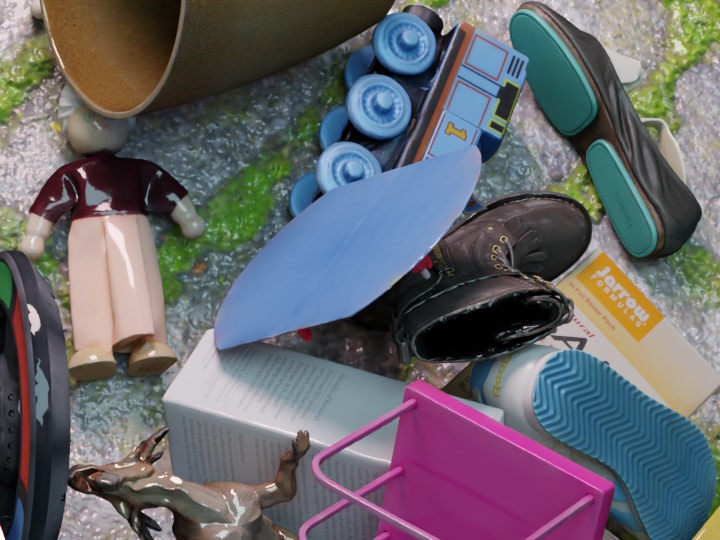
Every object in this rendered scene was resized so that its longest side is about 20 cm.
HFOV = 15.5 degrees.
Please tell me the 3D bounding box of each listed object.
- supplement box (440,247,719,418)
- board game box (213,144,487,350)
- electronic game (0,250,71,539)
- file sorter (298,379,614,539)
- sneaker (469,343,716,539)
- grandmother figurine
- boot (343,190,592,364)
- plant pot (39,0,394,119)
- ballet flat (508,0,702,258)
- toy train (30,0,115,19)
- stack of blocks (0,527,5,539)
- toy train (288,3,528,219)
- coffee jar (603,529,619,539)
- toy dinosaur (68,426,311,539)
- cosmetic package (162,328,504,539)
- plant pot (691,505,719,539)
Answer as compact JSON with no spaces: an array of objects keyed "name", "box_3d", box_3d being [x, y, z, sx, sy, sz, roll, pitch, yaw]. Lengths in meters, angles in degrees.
[{"name":"supplement box","box_3d":[0.123,0.098,1.731,0.126,0.074,0.200,46,65,5]},{"name":"board game box","box_3d":[0.000,0.000,1.623,0.039,0.200,0.158,52,50,-21]},{"name":"electronic game","box_3d":[-0.208,0.088,1.578,0.041,0.200,0.201,0,69,-18]},{"name":"file sorter","box_3d":[0.035,0.194,1.492,0.139,0.201,0.125,27,32,28]},{"name":"sneaker","box_3d":[0.149,0.106,1.649,0.200,0.081,0.077,44,70,-34]},{"name":"grandmother figurine","box_3d":[-0.160,-0.033,1.720,0.121,0.061,0.201,-2,72,-25]},{"name":"boot","box_3d":[0.088,0.013,1.650,0.199,0.174,0.070,-21,106,-18]},{"name":"plant pot","box_3d":[-0.080,-0.199,1.714,0.199,0.186,0.187,-8,70,-35]},{"name":"ballet flat","box_3d":[0.173,-0.102,1.834,0.068,0.068,0.201,-26,87,-32]},{"name":"toy train","box_3d":[-0.155,-0.249,1.807,0.150,0.056,0.201,-4,70,-16]},{"name":"stack of blocks","box_3d":[-0.259,0.149,1.588,0.058,0.115,0.200,-11,54,-19]},{"name":"toy train","box_3d":[0.032,-0.083,1.776,0.114,0.087,0.201,27,65,-10]},{"name":"coffee jar","box_3d":[0.095,0.241,1.604,0.104,0.200,0.085,41,39,5]},{"name":"toy dinosaur","box_3d":[-0.085,0.162,1.602,0.135,0.200,0.086,3,46,30]},{"name":"cosmetic package","box_3d":[-0.015,0.116,1.628,0.199,0.102,0.071,16,46,19]},{"name":"plant pot","box_3d":[0.289,0.215,1.673,0.176,0.200,0.200,38,64,13]}]
